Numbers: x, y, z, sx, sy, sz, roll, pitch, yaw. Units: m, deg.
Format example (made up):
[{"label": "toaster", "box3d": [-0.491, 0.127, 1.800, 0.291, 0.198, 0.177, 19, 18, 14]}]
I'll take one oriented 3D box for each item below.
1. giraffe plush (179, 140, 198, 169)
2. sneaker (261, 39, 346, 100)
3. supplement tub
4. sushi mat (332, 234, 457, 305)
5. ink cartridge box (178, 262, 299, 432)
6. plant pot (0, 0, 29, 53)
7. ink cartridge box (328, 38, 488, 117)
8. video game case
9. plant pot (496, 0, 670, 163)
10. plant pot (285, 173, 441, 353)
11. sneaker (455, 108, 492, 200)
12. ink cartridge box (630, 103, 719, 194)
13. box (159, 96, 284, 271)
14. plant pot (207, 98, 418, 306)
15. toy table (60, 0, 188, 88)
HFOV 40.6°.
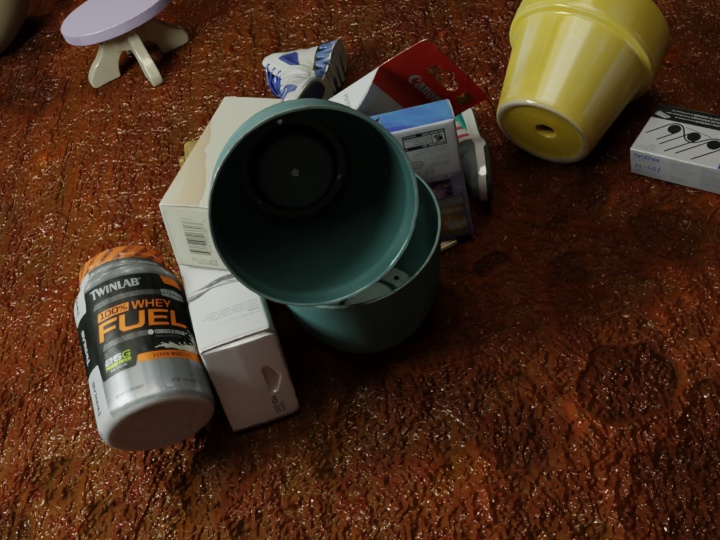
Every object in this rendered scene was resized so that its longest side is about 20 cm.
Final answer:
[{"label": "giraffe plush", "box3d": [-0.135, -0.102, 1.275, 0.162, 0.173, 0.200, -18, 9, -15]}, {"label": "sneaker", "box3d": [-0.100, -0.276, 1.468, 0.115, 0.081, 0.200, 0, 40, 21]}, {"label": "supplement tub", "box3d": [-0.236, 0.080, 1.043, 0.122, 0.123, 0.200, -21, 60, -3]}, {"label": "sushi mat", "box3d": [0.017, -0.020, 1.225, 0.200, 0.012, 0.096, -28, 45, -11]}, {"label": "ink cartridge box", "box3d": [-0.142, 0.058, 1.102, 0.085, 0.146, 0.200, -20, 44, -6]}, {"label": "plant pot", "box3d": [-0.701, -0.459, 1.760, 0.200, 0.200, 0.135, -5, 82, 12]}, {"label": "ink cartridge box", "box3d": [0.042, -0.176, 1.176, 0.200, 0.162, 0.050, -27, 60, 25]}, {"label": "video game case", "box3d": [0.024, -0.100, 1.162, 0.200, 0.181, 0.045, -12, 44, 4]}, {"label": "plant pot", "box3d": [0.271, -0.251, 1.259, 0.201, 0.201, 0.189, 18, 70, 30]}, {"label": "plant pot", "box3d": [0.000, 0.000, 1.095, 0.200, 0.161, 0.201, -6, 55, 9]}, {"label": "sneaker", "box3d": [0.102, -0.153, 1.275, 0.121, 0.084, 0.200, -10, 37, 0]}, {"label": "ink cartridge box", "box3d": [0.443, -0.141, 1.191, 0.200, 0.044, 0.094, 19, 57, 31]}, {"label": "box", "box3d": [-0.143, -0.101, 1.093, 0.078, 0.095, 0.200, 6, 44, 15]}, {"label": "plant pot", "box3d": [-0.057, -0.083, 0.965, 0.200, 0.201, 0.134, -21, 28, -4]}, {"label": "toy table", "box3d": [-0.386, -0.397, 1.634, 0.200, 0.117, 0.184, -22, 45, -4]}]
